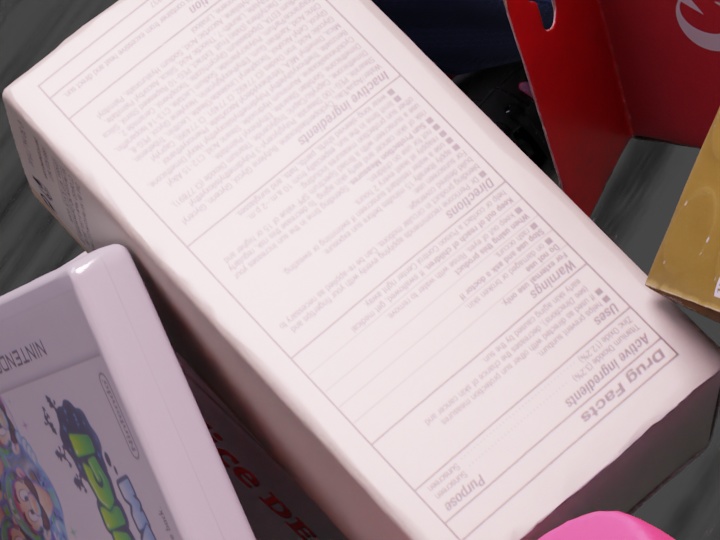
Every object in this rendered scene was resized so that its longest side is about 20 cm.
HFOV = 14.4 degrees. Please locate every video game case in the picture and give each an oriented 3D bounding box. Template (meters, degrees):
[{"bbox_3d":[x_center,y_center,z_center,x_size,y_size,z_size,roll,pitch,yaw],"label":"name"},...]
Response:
[{"bbox_3d":[-0.072,0.100,0.872,0.024,0.201,0.182,-24,2,-27],"label":"video game case"}]

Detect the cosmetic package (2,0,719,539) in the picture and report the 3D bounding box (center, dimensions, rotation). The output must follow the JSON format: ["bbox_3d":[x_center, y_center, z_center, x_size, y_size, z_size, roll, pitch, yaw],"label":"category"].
[{"bbox_3d":[0.000,0.000,0.816,0.103,0.200,0.073,-38,-19,-14],"label":"cosmetic package"}]

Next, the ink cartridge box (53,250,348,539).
[{"bbox_3d":[-0.048,0.058,0.965,0.084,0.146,0.200,-53,14,-31],"label":"ink cartridge box"}]

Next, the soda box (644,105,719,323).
[{"bbox_3d":[0.151,-0.072,0.746,0.201,0.064,0.068,-67,19,0],"label":"soda box"}]

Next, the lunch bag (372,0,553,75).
[{"bbox_3d":[0.004,-0.140,0.945,0.132,0.200,0.137,-10,76,40],"label":"lunch bag"}]

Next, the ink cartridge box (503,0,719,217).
[{"bbox_3d":[0.113,-0.126,0.826,0.084,0.200,0.176,13,57,28],"label":"ink cartridge box"}]

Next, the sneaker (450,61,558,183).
[{"bbox_3d":[0.048,-0.021,1.052,0.200,0.071,0.099,-45,29,-5],"label":"sneaker"}]

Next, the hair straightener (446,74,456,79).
[{"bbox_3d":[0.038,-0.120,1.073,0.200,0.041,0.077,-45,28,8],"label":"hair straightener"}]

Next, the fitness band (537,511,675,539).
[{"bbox_3d":[0.027,0.146,0.702,0.200,0.037,0.144,-52,15,31],"label":"fitness band"}]
